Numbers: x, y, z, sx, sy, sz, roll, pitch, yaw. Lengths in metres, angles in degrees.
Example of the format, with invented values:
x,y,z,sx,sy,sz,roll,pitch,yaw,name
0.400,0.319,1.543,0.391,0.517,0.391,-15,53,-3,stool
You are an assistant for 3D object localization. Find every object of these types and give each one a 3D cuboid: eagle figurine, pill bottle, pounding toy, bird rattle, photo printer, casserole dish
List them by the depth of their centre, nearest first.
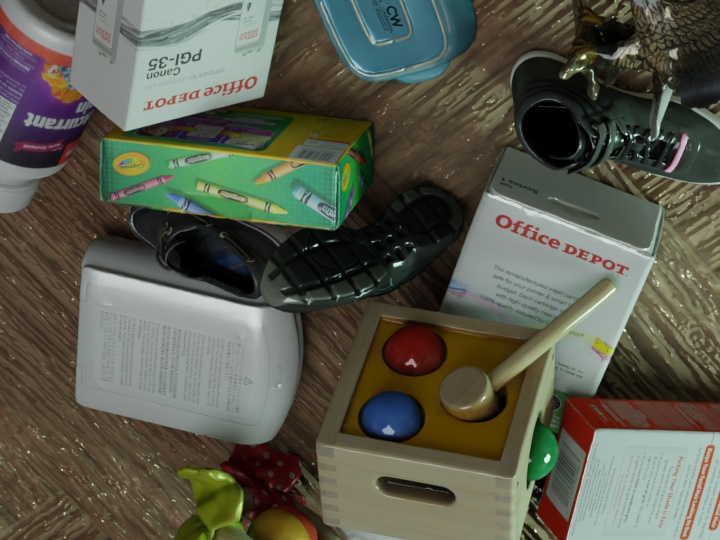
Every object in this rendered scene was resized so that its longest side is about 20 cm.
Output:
x,y,z,sx,sy,sz,roll,pitch,yaw,name
0.239,-0.189,1.486,0.199,0.151,0.152,-18,80,27,eagle figurine
0.012,-0.228,1.611,0.121,0.039,0.201,-12,118,24,casserole dish
0.086,0.103,1.622,0.199,0.184,0.143,9,136,13,pounding toy
-0.274,-0.146,1.702,0.111,0.112,0.200,30,125,-3,pill bottle
-0.149,0.064,1.822,0.199,0.070,0.167,12,123,8,photo printer
-0.089,0.231,1.833,0.163,0.200,0.113,34,104,20,bird rattle

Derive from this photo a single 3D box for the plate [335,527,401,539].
x,y,z,sx,sy,sz,roll,pitch,yaw,name
0.065,0.242,1.807,0.199,0.200,0.032,17,80,-1,plate

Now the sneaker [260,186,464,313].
x,y,z,sx,sy,sz,roll,pitch,yaw,name
0.000,0.000,1.676,0.075,0.200,0.079,53,143,21,sneaker

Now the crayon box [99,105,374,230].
x,y,z,sx,sy,sz,roll,pitch,yaw,name
-0.099,-0.088,1.677,0.199,0.119,0.059,7,112,13,crayon box

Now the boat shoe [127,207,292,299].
x,y,z,sx,sy,sz,roll,pitch,yaw,name
-0.135,-0.019,1.723,0.200,0.066,0.070,24,126,36,boat shoe

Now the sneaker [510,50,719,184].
x,y,z,sx,sy,sz,roll,pitch,yaw,name
0.202,-0.098,1.598,0.199,0.099,0.071,23,123,0,sneaker

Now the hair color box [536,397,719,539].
x,y,z,sx,sy,sz,roll,pitch,yaw,name
0.256,0.168,1.704,0.199,0.064,0.111,4,112,-21,hair color box

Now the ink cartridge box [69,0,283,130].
x,y,z,sx,sy,sz,roll,pitch,yaw,name
-0.133,-0.221,1.585,0.083,0.146,0.201,40,132,34,ink cartridge box

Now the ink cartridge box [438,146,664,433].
x,y,z,sx,sy,sz,roll,pitch,yaw,name
0.147,0.018,1.696,0.144,0.084,0.200,21,125,3,ink cartridge box

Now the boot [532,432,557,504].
x,y,z,sx,sy,sz,roll,pitch,yaw,name
0.137,0.188,1.806,0.168,0.077,0.200,19,148,-14,boot
